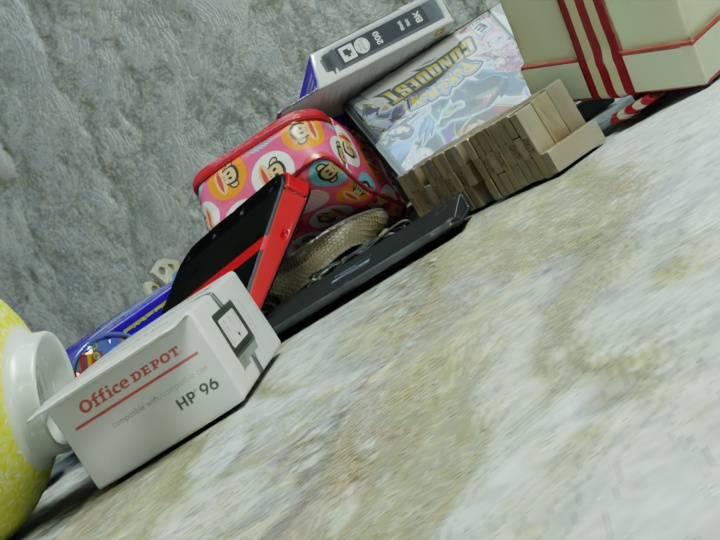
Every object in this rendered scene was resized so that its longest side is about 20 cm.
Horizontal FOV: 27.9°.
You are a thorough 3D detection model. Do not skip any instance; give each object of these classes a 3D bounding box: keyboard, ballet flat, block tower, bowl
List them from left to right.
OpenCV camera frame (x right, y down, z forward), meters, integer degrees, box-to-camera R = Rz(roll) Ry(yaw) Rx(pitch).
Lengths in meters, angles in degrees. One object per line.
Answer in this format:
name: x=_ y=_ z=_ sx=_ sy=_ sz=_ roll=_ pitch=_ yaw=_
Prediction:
bowl: x=-0.246 y=0.089 z=0.941 sx=0.106 sy=0.202 sz=0.200 roll=-12 pitch=7 yaw=6
ballet flat: x=-0.039 y=-0.005 z=1.329 sx=0.199 sy=0.047 sz=0.067 roll=-30 pitch=-8 yaw=-43
keyboard: x=0.000 y=0.000 z=1.134 sx=0.199 sy=0.021 sz=0.127 roll=-31 pitch=11 yaw=15
block tower: x=0.102 y=-0.086 z=1.113 sx=0.054 sy=0.058 sz=0.200 roll=-35 pitch=7 yaw=-27

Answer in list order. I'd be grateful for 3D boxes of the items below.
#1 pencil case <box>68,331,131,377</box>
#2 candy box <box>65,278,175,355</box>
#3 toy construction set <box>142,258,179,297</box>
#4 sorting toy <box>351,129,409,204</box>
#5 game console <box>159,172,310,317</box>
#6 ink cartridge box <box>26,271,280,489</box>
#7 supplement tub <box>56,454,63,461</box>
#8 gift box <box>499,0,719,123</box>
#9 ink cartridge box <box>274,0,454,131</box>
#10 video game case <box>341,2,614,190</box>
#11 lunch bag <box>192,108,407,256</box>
pencil case: x=-0.222 y=0.101 z=1.208 sx=0.086 sy=0.079 sz=0.200 roll=-19 pitch=-2 yaw=-25
candy box: x=-0.222 y=0.074 z=1.471 sx=0.169 sy=0.077 sz=0.200 roll=-37 pitch=7 yaw=-30
toy construction set: x=-0.141 y=0.008 z=1.588 sx=0.199 sy=0.093 sz=0.131 roll=-13 pitch=16 yaw=43
sorting toy: x=0.063 y=-0.135 z=1.504 sx=0.199 sy=0.037 sz=0.184 roll=-32 pitch=-24 yaw=31
game console: x=-0.120 y=0.018 z=1.242 sx=0.200 sy=0.031 sz=0.178 roll=-36 pitch=30 yaw=47
ink cartridge box: x=-0.128 y=0.072 z=0.945 sx=0.115 sy=0.068 sz=0.200 roll=-33 pitch=4 yaw=10
supplement tub: x=-0.349 y=0.149 z=1.129 sx=0.199 sy=0.146 sz=0.145 roll=-33 pitch=5 yaw=-6
gift box: x=0.203 y=-0.228 z=1.074 sx=0.184 sy=0.188 sz=0.199 roll=-37 pitch=22 yaw=-29
ink cartridge box: x=-0.014 y=-0.177 z=1.432 sx=0.199 sy=0.044 sz=0.198 roll=-30 pitch=-10 yaw=-15
video game case: x=0.103 y=-0.154 z=1.327 sx=0.199 sy=0.026 sz=0.181 roll=-33 pitch=45 yaw=-3
lunch bag: x=-0.065 y=-0.062 z=1.398 sx=0.175 sy=0.083 sz=0.200 roll=-32 pitch=-26 yaw=15
